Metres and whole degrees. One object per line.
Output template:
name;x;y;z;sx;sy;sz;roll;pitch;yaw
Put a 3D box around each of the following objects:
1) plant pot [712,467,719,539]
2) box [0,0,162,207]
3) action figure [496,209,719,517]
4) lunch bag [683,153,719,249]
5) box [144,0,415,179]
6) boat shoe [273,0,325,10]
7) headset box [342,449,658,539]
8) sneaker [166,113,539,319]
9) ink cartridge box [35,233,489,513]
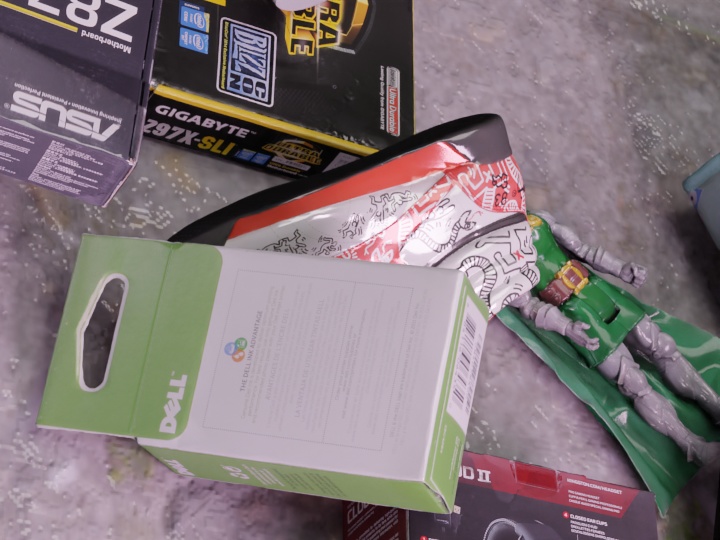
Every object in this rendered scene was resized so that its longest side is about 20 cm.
plant pot;0.308;0.160;1.229;0.199;0.177;0.201;14;75;-22
box;-0.188;-0.132;1.075;0.199;0.049;0.162;19;56;-19
action figure;0.128;0.026;1.324;0.200;0.055;0.118;42;52;3
lunch bag;0.315;-0.011;1.406;0.199;0.122;0.171;-2;60;-43
box;-0.048;-0.149;1.325;0.159;0.049;0.201;15;56;-21
boat shoe;-0.001;-0.201;1.314;0.064;0.071;0.200;50;41;3
headset box;0.071;0.180;1.176;0.148;0.077;0.201;14;55;-24
sneaker;0.001;0.000;1.248;0.200;0.067;0.109;-21;101;-18
ink cartridge box;-0.046;0.048;1.153;0.198;0.059;0.105;6;72;18
